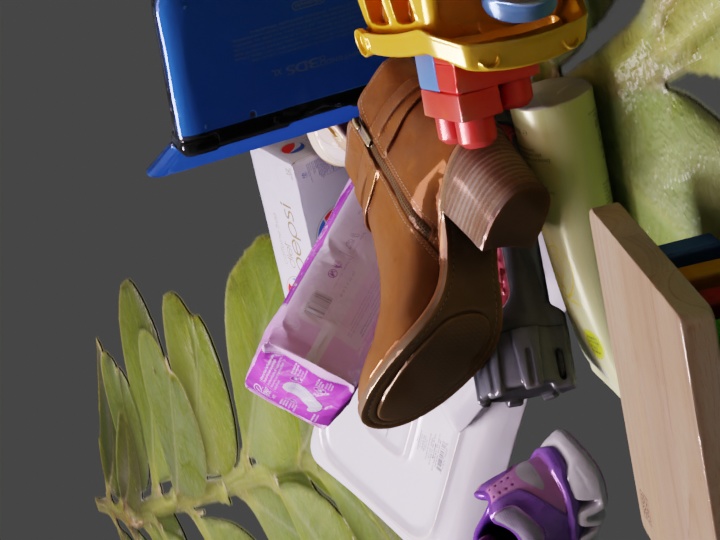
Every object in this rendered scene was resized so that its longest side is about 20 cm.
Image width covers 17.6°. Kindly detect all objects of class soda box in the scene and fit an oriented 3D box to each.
[{"bbox_3d":[-0.024,-0.014,1.795,0.068,0.063,0.201,29,138,51],"label":"soda box"}]

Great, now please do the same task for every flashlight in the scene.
[{"bbox_3d":[0.079,-0.016,1.451,0.068,0.068,0.201,142,123,-61],"label":"flashlight"}]

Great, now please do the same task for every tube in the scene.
[{"bbox_3d":[0.133,-0.015,1.397,0.052,0.058,0.201,-1,116,29],"label":"tube"}]

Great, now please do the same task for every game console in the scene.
[{"bbox_3d":[-0.051,-0.148,1.558,0.118,0.199,0.172,-140,37,-58],"label":"game console"}]

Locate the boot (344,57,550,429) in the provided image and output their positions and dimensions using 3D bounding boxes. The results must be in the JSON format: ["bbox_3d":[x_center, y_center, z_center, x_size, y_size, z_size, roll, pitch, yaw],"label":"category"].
[{"bbox_3d":[0.027,-0.019,1.421,0.155,0.073,0.201,49,117,40],"label":"boot"}]

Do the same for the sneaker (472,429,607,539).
[{"bbox_3d":[0.116,0.203,1.584,0.081,0.088,0.201,47,151,49],"label":"sneaker"}]

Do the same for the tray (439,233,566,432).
[{"bbox_3d":[0.077,0.018,1.545,0.108,0.022,0.200,63,144,22],"label":"tray"}]

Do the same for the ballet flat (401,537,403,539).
[{"bbox_3d":[0.052,0.146,1.741,0.072,0.072,0.201,173,80,-71],"label":"ballet flat"}]

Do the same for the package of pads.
[{"bbox_3d":[0.000,0.000,1.583,0.075,0.201,0.121,29,159,0],"label":"package of pads"}]

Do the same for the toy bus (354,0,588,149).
[{"bbox_3d":[0.065,-0.165,1.291,0.200,0.135,0.193,-168,66,-68],"label":"toy bus"}]

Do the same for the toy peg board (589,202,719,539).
[{"bbox_3d":[0.205,0.076,1.239,0.199,0.097,0.201,-113,11,-71],"label":"toy peg board"}]

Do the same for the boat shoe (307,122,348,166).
[{"bbox_3d":[-0.027,-0.172,1.684,0.201,0.074,0.069,66,160,-11],"label":"boat shoe"}]

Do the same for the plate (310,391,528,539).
[{"bbox_3d":[0.032,0.102,1.677,0.200,0.032,0.200,39,124,41],"label":"plate"}]
